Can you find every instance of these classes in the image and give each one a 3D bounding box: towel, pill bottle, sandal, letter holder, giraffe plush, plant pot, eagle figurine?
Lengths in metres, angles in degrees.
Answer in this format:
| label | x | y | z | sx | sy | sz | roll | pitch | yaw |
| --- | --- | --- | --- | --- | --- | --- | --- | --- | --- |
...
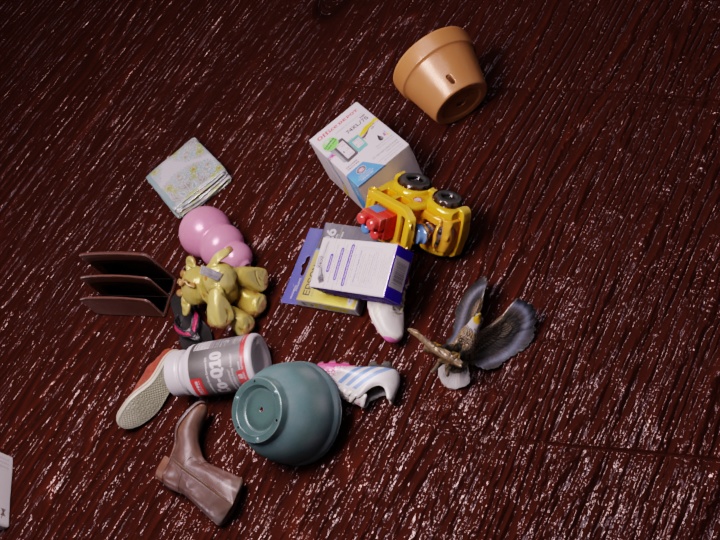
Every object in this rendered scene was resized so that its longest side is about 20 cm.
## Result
| label | x | y | z | sx | sy | sz | roll | pitch | yaw |
| --- | --- | --- | --- | --- | --- | --- | --- | --- | --- |
| towel | -0.441 | -0.236 | 1.896 | 0.171 | 0.048 | 0.200 | -40 | 55 | -8 |
| pill bottle | -0.295 | 0.201 | 1.534 | 0.200 | 0.114 | 0.114 | -12 | 57 | 15 |
| sandal | -0.389 | 0.115 | 1.664 | 0.075 | 0.045 | 0.200 | -33 | 54 | 0 |
| letter holder | -0.557 | 0.030 | 1.722 | 0.200 | 0.142 | 0.101 | 0 | 61 | 22 |
| giraffe plush | -0.321 | 0.043 | 1.610 | 0.162 | 0.200 | 0.173 | -2 | 54 | 42 |
| plant pot | 0.193 | -0.429 | 1.683 | 0.200 | 0.200 | 0.140 | -30 | 71 | 2 |
| plant pot | -0.155 | 0.264 | 1.391 | 0.200 | 0.134 | 0.201 | -9 | 74 | 31 |
| eagle figurine | 0.217 | 0.116 | 1.395 | 0.200 | 0.151 | 0.152 | -32 | 93 | -35 |

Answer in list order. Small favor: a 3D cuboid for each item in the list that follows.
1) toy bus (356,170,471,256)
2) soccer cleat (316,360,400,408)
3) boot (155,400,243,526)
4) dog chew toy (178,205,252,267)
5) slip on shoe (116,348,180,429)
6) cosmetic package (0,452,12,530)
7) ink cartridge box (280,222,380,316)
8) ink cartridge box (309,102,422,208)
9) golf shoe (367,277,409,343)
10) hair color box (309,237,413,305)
| label | x | y | z | sx | sy | sz | roll | pitch | yaw |
| --- | --- | --- | --- | --- | --- | --- | --- | --- | --- |
| toy bus | 0.093 | -0.098 | 1.497 | 0.200 | 0.136 | 0.192 | 33 | 37 | 31 |
| soccer cleat | -0.022 | 0.223 | 1.439 | 0.200 | 0.070 | 0.086 | -5 | 59 | 19 |
| boot | -0.291 | 0.376 | 1.457 | 0.200 | 0.064 | 0.187 | 20 | 83 | 33 |
| dog chew toy | -0.326 | -0.061 | 1.704 | 0.200 | 0.125 | 0.125 | 39 | 80 | 26 |
| slip on shoe | -0.453 | 0.253 | 1.600 | 0.061 | 0.074 | 0.200 | 15 | 66 | 53 |
| cosmetic package | -0.876 | 0.477 | 1.568 | 0.200 | 0.165 | 0.165 | -21 | 55 | 8 |
| ink cartridge box | -0.062 | -0.009 | 1.611 | 0.200 | 0.047 | 0.198 | 9 | 65 | 23 |
| ink cartridge box | 0.015 | -0.242 | 1.656 | 0.147 | 0.146 | 0.200 | -40 | 54 | -5 |
| golf shoe | 0.061 | 0.045 | 1.490 | 0.091 | 0.075 | 0.200 | -36 | 54 | 40 |
| hair color box | 0.000 | 0.000 | 1.479 | 0.200 | 0.065 | 0.109 | 8 | 77 | 39 |
